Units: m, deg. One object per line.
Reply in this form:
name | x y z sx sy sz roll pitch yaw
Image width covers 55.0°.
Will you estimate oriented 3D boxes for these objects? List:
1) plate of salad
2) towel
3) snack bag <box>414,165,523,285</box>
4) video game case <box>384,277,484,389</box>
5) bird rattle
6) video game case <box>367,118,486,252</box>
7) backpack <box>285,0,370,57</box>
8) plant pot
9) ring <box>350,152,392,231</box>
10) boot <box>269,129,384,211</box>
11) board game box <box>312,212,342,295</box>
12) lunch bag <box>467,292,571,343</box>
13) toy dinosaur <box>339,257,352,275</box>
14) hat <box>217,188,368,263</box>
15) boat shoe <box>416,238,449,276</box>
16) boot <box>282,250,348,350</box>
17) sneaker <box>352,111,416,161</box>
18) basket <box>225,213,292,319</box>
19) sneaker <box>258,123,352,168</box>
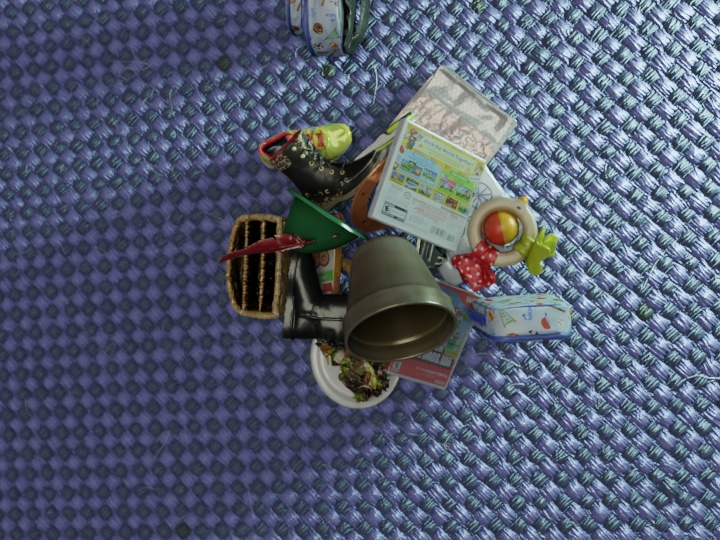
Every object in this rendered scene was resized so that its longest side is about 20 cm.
plate of salad | -0.015 0.174 1.367 0.199 0.048 0.201 0 89 23
towel | 0.174 -0.272 1.352 0.200 0.032 0.191 40 97 8
snack bag | 0.203 -0.085 1.342 0.200 0.021 0.189 -35 93 16
video game case | 0.143 0.122 1.330 0.142 0.017 0.201 20 95 -27
bird rattle | 0.264 -0.053 1.295 0.199 0.113 0.164 -12 87 26
video game case | 0.123 -0.149 1.244 0.199 0.023 0.183 20 89 -31
backpack | -0.066 -0.505 1.317 0.153 0.200 0.192 -4 97 15
plant pot | 0.056 0.041 1.226 0.199 0.200 0.174 -18 54 10
ring | 0.059 -0.155 1.296 0.200 0.200 0.019 -45 63 7
boot | -0.066 -0.200 1.296 0.151 0.073 0.200 44 136 -18
board game box | -0.081 -0.016 1.377 0.095 0.030 0.201 7 94 37
lunch bag | 0.284 0.087 1.256 0.159 0.200 0.076 -5 92 -3
toy dinosaur | 0.000 0.000 1.352 0.200 0.060 0.106 37 99 19
hat | -0.112 -0.036 1.258 0.199 0.166 0.177 32 93 3
boat shoe | 0.138 -0.034 1.317 0.061 0.073 0.201 5 98 14
boot | -0.059 0.053 1.312 0.161 0.073 0.199 6 92 4
sneaker | 0.046 -0.212 1.340 0.200 0.074 0.081 -40 90 28
basket | -0.203 -0.011 1.362 0.142 0.149 0.201 4 92 10
sneaker | -0.112 -0.247 1.372 0.199 0.090 0.079 -15 87 8
